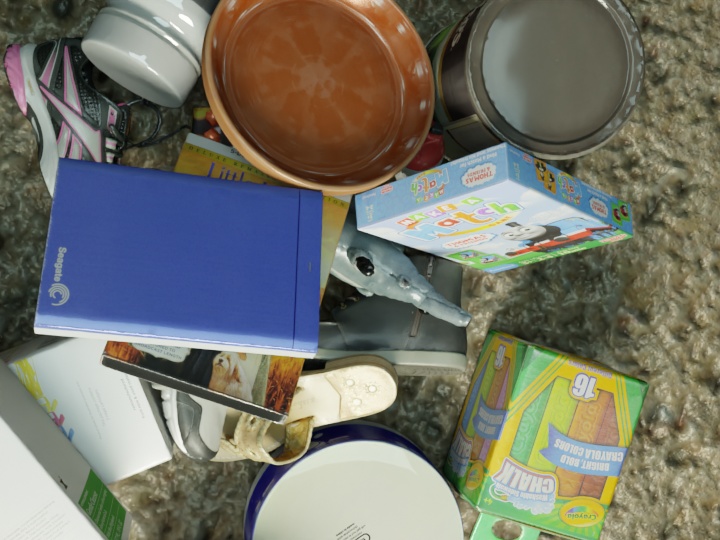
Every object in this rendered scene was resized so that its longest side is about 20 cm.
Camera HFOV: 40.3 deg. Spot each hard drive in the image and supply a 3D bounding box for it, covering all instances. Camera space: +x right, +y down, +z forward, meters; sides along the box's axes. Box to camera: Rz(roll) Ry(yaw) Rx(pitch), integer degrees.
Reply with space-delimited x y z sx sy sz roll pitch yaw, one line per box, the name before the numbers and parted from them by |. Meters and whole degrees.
hard drive | -0.129 -0.009 0.728 0.200 0.025 0.132 6 67 -13

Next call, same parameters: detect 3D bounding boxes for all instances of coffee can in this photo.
coffee can | 0.134 -0.164 0.851 0.146 0.200 0.147 -1 93 -10

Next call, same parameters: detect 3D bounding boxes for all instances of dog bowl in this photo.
dog bowl | -0.008 0.245 0.914 0.200 0.079 0.201 -1 94 -10

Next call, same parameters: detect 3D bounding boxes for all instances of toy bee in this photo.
toy bee | -0.107 -0.112 0.859 0.200 0.109 0.131 -17 98 -9

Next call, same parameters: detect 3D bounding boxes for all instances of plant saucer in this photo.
plant saucer | -0.033 -0.157 0.804 0.200 0.032 0.201 7 74 -24

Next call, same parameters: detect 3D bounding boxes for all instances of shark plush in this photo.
shark plush | 0.000 0.000 0.851 0.200 0.083 0.091 45 96 8

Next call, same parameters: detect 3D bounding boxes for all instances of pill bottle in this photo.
pill bottle | -0.143 -0.246 0.826 0.113 0.113 0.200 29 78 -11

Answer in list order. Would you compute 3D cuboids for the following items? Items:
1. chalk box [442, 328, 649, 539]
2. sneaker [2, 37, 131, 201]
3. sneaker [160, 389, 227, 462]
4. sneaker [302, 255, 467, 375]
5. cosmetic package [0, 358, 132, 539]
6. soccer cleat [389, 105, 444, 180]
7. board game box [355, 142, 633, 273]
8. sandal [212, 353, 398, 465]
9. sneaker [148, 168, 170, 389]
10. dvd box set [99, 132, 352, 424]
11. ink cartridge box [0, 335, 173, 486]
chalk box | 0.161 0.172 0.916 0.124 0.124 0.200 17 90 -10
sneaker | -0.235 -0.111 0.848 0.086 0.080 0.200 -20 98 -5
sneaker | -0.121 0.066 0.853 0.080 0.074 0.200 1 75 12
sneaker | -0.001 0.040 0.916 0.200 0.075 0.106 3 73 -2
cosmetic package | -0.264 0.148 0.719 0.085 0.108 0.200 -36 101 -5
soccer cleat | 0.002 -0.158 0.898 0.069 0.085 0.200 -34 76 -23
board game box | 0.117 -0.046 0.837 0.200 0.151 0.037 16 65 -46
sandal | -0.069 0.134 0.859 0.211 0.070 0.078 -20 111 15
sneaker | -0.164 0.004 0.794 0.092 0.076 0.200 -17 67 -31
dvd box set | -0.099 0.003 0.766 0.146 0.029 0.200 21 64 -9
ink cartridge box | -0.274 0.128 0.834 0.200 0.129 0.125 -22 98 -7
